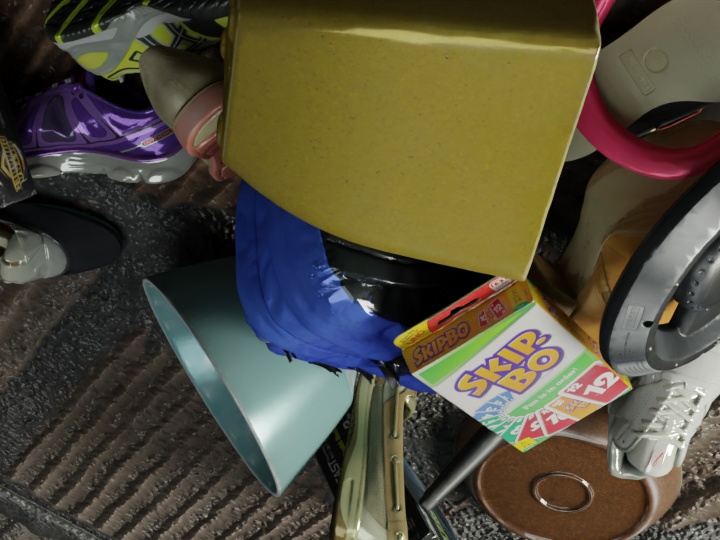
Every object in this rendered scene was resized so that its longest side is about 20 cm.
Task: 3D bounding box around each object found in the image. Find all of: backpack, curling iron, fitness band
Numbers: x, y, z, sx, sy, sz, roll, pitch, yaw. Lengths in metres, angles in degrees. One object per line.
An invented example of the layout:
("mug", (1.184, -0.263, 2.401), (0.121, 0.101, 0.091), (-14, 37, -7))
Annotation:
("backpack", (0.000, 0.000, 1.107), (0.167, 0.164, 0.199), (-27, 149, 35))
("curling iron", (0.116, 0.113, 1.248), (0.200, 0.050, 0.026), (-44, 77, 3))
("fitness band", (0.208, -0.153, 0.978), (0.143, 0.037, 0.201), (35, 115, 10))

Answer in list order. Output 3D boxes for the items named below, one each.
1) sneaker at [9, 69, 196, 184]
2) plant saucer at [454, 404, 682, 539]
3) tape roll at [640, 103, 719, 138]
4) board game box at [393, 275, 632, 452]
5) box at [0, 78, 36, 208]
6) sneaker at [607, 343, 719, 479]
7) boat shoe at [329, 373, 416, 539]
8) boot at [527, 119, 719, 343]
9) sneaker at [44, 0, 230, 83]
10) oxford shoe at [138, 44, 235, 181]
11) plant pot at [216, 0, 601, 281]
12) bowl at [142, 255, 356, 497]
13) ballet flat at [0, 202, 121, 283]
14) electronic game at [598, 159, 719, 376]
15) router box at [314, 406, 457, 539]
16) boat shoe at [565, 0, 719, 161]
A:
("sneaker", (-0.216, -0.118, 1.183), (0.198, 0.081, 0.084), (3, 115, 9))
("plant saucer", (0.177, 0.181, 1.374), (0.198, 0.035, 0.201), (8, 136, 8))
("tape roll", (0.279, -0.038, 1.122), (0.201, 0.037, 0.204), (9, 135, 9))
("board game box", (0.106, 0.064, 1.075), (0.095, 0.030, 0.200), (-32, 143, 15))
("box", (-0.354, -0.125, 1.159), (0.199, 0.050, 0.200), (-12, 101, 26))
("sneaker", (0.238, 0.105, 1.206), (0.077, 0.100, 0.200), (16, 150, 0))
("boat shoe", (0.021, 0.128, 1.251), (0.063, 0.202, 0.073), (11, 148, 0))
("boot", (0.201, -0.014, 1.096), (0.201, 0.071, 0.144), (-38, 141, 23))
("sneaker", (-0.118, -0.180, 1.089), (0.199, 0.076, 0.076), (-6, 148, 29))
("oxford shoe", (-0.101, -0.115, 1.100), (0.074, 0.071, 0.200), (47, 179, 9))
("plant pot", (0.016, -0.133, 0.962), (0.198, 0.197, 0.195), (4, 137, -8))
("bowl", (-0.075, 0.066, 1.246), (0.105, 0.201, 0.202), (-31, 130, -12))
("ballet flat", (-0.296, -0.024, 1.288), (0.198, 0.073, 0.073), (16, 136, 1))
("electronic game", (0.230, -0.010, 1.022), (0.042, 0.199, 0.201), (44, 145, 28))
("router box", (0.038, 0.222, 1.341), (0.062, 0.200, 0.150), (-35, 124, 2))
("boat shoe", (0.202, -0.134, 1.037), (0.200, 0.063, 0.074), (-25, 94, 26))
